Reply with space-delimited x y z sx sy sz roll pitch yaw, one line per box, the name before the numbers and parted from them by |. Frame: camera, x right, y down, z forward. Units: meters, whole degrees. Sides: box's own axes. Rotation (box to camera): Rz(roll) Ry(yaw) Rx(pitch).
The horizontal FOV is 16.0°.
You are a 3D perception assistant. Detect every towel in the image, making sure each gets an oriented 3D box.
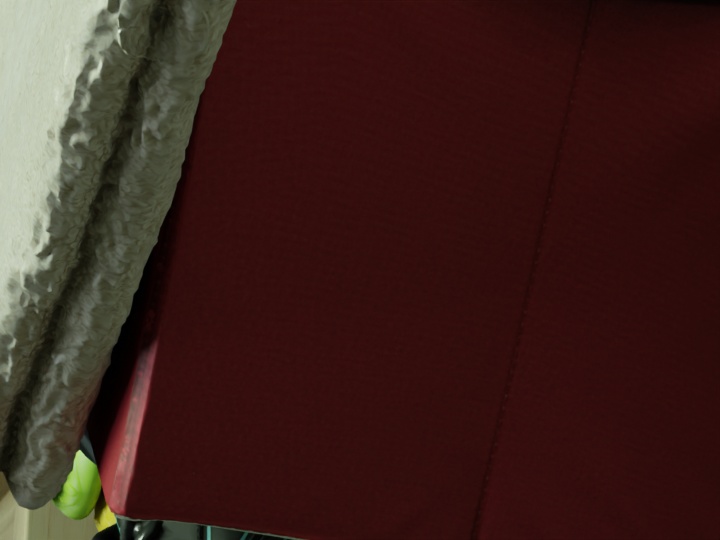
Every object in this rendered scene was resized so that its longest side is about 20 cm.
towel | -0.057 -0.049 0.560 0.200 0.034 0.133 116 157 -49

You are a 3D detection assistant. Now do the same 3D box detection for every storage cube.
storage cube | 0.028 -0.036 0.636 0.200 0.170 0.180 -133 53 -74

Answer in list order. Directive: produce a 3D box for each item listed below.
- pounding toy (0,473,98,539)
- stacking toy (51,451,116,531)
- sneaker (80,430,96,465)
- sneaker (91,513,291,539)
pounding toy | -0.161 0.200 1.422 0.184 0.142 0.200 -45 36 44
stacking toy | -0.116 0.071 1.112 0.116 0.199 0.110 -142 63 -77
sneaker | 0.000 0.000 0.791 0.066 0.200 0.078 62 -162 -6
sneaker | -0.040 0.095 0.683 0.075 0.079 0.200 -54 15 33
